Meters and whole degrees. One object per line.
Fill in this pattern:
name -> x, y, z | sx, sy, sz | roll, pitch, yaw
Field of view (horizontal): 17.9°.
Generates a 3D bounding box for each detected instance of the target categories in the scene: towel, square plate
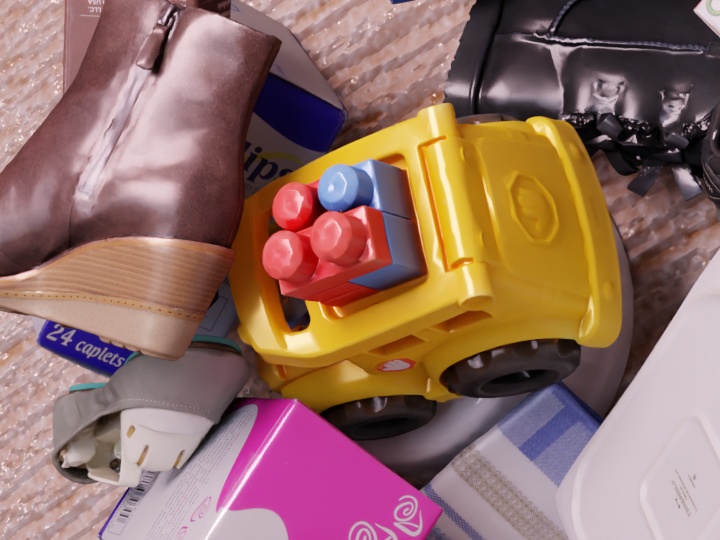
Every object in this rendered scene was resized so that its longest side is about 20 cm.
towel -> 0.084, 0.163, 1.218 | 0.147, 0.024, 0.200 | 42, 113, -8
square plate -> 0.159, 0.102, 1.057 | 0.198, 0.028, 0.200 | -60, 30, 29

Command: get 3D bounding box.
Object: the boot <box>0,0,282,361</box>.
boot -> -0.139, -0.057, 1.115 | 0.199, 0.072, 0.167 | 15, 90, 26

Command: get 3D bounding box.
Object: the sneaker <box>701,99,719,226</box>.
sneaker -> 0.259, -0.072, 1.106 | 0.199, 0.114, 0.076 | -11, 59, 18

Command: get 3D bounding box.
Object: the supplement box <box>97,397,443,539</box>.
supplement box -> -0.053, 0.134, 1.207 | 0.101, 0.103, 0.200 | -56, 13, -12

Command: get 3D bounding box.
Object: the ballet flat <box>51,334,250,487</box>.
ballet flat -> -0.112, 0.082, 1.221 | 0.200, 0.067, 0.064 | -24, 59, 61

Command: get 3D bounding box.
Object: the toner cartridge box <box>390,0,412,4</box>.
toner cartridge box -> 0.104, -0.208, 1.224 | 0.199, 0.043, 0.095 | -10, 57, 1

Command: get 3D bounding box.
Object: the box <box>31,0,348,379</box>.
box -> -0.112, -0.055, 1.345 | 0.200, 0.105, 0.184 | -61, 22, 13

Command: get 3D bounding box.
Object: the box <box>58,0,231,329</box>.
box -> -0.111, -0.074, 1.184 | 0.075, 0.100, 0.201 | 5, 102, 5

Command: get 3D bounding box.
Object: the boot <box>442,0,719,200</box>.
boot -> 0.144, -0.138, 1.237 | 0.162, 0.073, 0.199 | 7, 64, 23

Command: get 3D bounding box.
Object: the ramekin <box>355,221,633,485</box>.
ramekin -> 0.043, 0.022, 1.273 | 0.200, 0.098, 0.201 | -6, 79, 35

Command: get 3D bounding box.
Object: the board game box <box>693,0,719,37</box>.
board game box -> 0.264, -0.183, 1.126 | 0.200, 0.126, 0.035 | -52, 58, 18

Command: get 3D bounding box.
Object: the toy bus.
toy bus -> 0.000, 0.000, 1.129 | 0.200, 0.192, 0.136 | -22, 72, 32
